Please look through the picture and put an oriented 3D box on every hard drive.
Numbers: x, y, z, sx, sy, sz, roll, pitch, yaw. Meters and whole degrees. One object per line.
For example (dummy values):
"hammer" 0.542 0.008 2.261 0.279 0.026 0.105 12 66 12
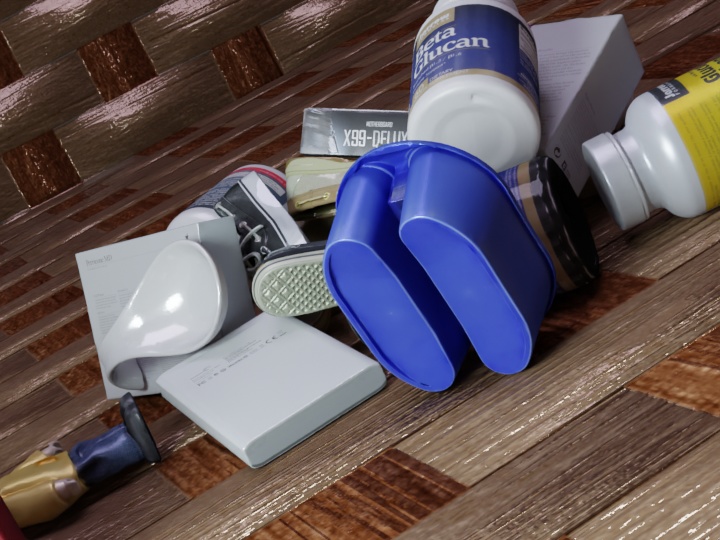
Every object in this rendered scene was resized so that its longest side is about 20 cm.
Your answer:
"hard drive" -0.080 0.093 1.300 0.132 0.026 0.200 -31 25 -18

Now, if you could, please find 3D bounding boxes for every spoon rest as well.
"spoon rest" -0.183 0.049 1.399 0.061 0.099 0.200 -6 -28 -42

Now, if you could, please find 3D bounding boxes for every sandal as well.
"sandal" -0.042 0.008 1.530 0.078 0.070 0.212 -7 42 16

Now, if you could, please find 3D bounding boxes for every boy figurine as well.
"boy figurine" -0.274 0.178 1.332 0.200 0.064 0.124 -25 17 -6

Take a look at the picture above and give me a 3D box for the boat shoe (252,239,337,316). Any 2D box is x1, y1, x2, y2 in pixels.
"boat shoe" 0.000 0.000 1.365 0.200 0.075 0.062 -7 19 -11

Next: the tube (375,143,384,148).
"tube" 0.041 -0.069 1.332 0.052 0.058 0.200 -19 -7 24

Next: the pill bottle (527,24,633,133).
"pill bottle" 0.188 -0.191 1.591 0.200 0.112 0.112 7 -11 -41

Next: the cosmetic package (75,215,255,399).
"cosmetic package" -0.184 0.039 1.476 0.200 0.151 0.052 -10 4 45

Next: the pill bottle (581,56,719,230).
"pill bottle" 0.290 -0.112 1.270 0.200 0.112 0.112 -25 14 2

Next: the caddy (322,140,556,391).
"caddy" 0.060 -0.006 1.153 0.141 0.200 0.105 -15 35 30

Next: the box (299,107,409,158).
"box" 0.046 -0.122 1.581 0.158 0.050 0.200 4 -5 19

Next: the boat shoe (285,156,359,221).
"boat shoe" 0.014 -0.074 1.494 0.200 0.066 0.074 1 -8 35

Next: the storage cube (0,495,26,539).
"storage cube" -0.337 0.206 1.110 0.171 0.180 0.200 -30 14 -12

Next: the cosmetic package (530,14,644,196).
"cosmetic package" 0.175 -0.146 1.416 0.101 0.071 0.200 -1 43 38

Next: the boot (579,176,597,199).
"boot" 0.127 -0.050 1.451 0.200 0.066 0.175 -38 15 -29

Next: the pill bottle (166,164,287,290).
"pill bottle" -0.151 -0.029 1.724 0.120 0.120 0.200 -16 17 33

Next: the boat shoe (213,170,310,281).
"boat shoe" -0.086 -0.021 1.471 0.068 0.074 0.199 -36 49 -3

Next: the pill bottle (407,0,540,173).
"pill bottle" 0.099 -0.167 1.336 0.111 0.111 0.200 -21 33 19

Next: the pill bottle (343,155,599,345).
"pill bottle" 0.084 -0.009 1.267 0.200 0.112 0.112 -22 15 19
